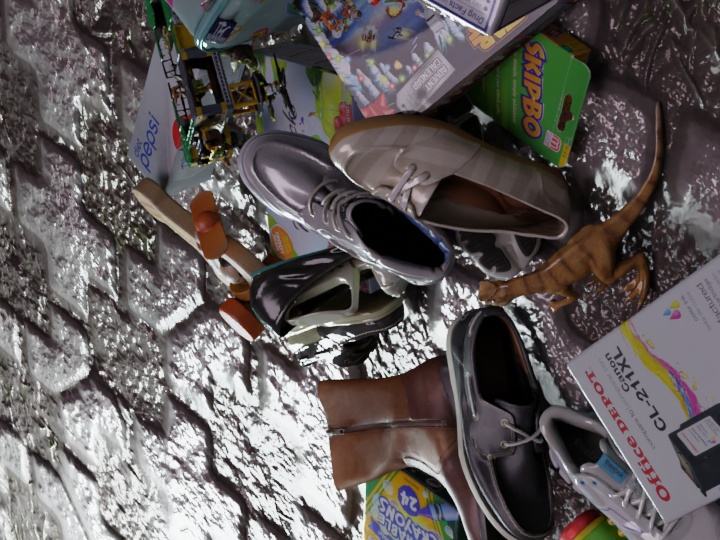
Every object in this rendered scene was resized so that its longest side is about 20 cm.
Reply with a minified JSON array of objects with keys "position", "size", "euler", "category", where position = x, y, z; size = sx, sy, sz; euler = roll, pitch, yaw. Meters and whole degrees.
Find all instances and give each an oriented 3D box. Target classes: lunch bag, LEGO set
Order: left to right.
[{"position":[-0.109,-0.193,1.415],"size":[0.154,0.115,0.201],"euler":[111,144,-66],"category":"LEGO set"},{"position":[-0.053,-0.253,1.278],"size":[0.077,0.199,0.160],"euler":[58,142,8],"category":"lunch bag"}]

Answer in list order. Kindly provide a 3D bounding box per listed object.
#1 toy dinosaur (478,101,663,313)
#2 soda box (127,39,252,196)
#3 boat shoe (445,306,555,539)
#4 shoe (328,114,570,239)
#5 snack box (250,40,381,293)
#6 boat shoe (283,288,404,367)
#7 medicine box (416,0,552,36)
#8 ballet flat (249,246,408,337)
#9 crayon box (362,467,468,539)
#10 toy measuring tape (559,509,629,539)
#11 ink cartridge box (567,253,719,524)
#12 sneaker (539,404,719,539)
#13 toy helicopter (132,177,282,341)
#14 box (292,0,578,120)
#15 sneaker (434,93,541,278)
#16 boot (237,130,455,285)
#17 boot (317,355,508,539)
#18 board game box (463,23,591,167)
[{"position":[0.180,-0.019,1.222],"size":[0.200,0.106,0.061],"euler":[-40,47,13],"category":"toy dinosaur"},{"position":[-0.168,-0.165,1.591],"size":[0.068,0.063,0.201],"euler":[48,141,21],"category":"soda box"},{"position":[0.121,0.129,1.356],"size":[0.068,0.071,0.202],"euler":[154,104,-66],"category":"boat shoe"},{"position":[0.072,-0.067,1.238],"size":[0.054,0.198,0.070],"euler":[-93,23,-43],"category":"shoe"},{"position":[-0.030,-0.095,1.464],"size":[0.142,0.053,0.202],"euler":[21,125,46],"category":"snack box"},{"position":[-0.011,0.056,1.519],"size":[0.200,0.072,0.066],"euler":[-12,106,59],"category":"boat shoe"},{"position":[0.113,-0.277,1.038],"size":[0.103,0.182,0.201],"euler":[32,128,20],"category":"medicine box"},{"position":[0.000,0.000,1.393],"size":[0.199,0.068,0.069],"euler":[-28,64,13],"category":"ballet flat"},{"position":[0.060,0.267,1.560],"size":[0.125,0.051,0.201],"euler":[31,133,38],"category":"crayon box"},{"position":[0.187,0.259,1.377],"size":[0.074,0.073,0.201],"euler":[48,140,22],"category":"toy measuring tape"},{"position":[0.261,0.076,1.167],"size":[0.146,0.082,0.200],"euler":[58,143,9],"category":"ink cartridge box"},{"position":[0.210,0.173,1.267],"size":[0.200,0.075,0.087],"euler":[36,178,32],"category":"sneaker"},{"position":[-0.150,-0.030,1.567],"size":[0.200,0.079,0.132],"euler":[37,167,25],"category":"toy helicopter"},{"position":[0.059,-0.207,1.227],"size":[0.200,0.040,0.137],"euler":[-38,79,26],"category":"box"},{"position":[0.066,-0.079,1.323],"size":[0.201,0.080,0.083],"euler":[60,169,-6],"category":"sneaker"},{"position":[-0.009,-0.055,1.308],"size":[0.199,0.074,0.096],"euler":[28,178,0],"category":"boot"},{"position":[0.044,0.177,1.459],"size":[0.199,0.068,0.190],"euler":[-17,87,40],"category":"boot"},{"position":[0.104,-0.170,1.274],"size":[0.200,0.030,0.096],"euler":[43,140,32],"category":"board game box"}]
